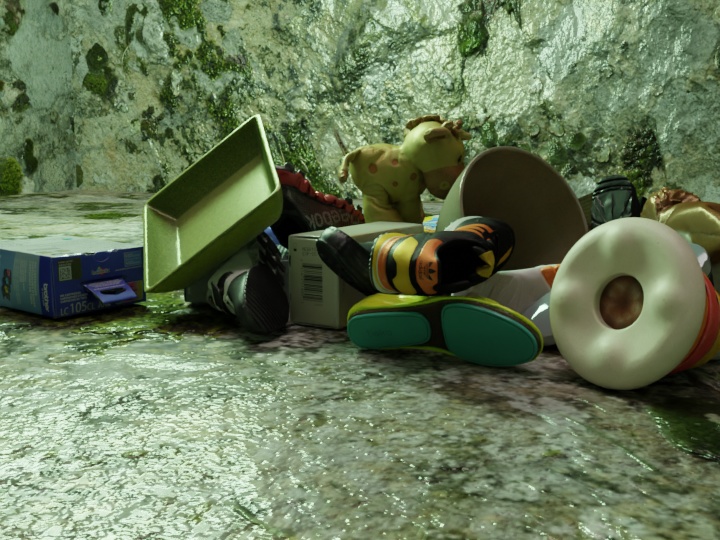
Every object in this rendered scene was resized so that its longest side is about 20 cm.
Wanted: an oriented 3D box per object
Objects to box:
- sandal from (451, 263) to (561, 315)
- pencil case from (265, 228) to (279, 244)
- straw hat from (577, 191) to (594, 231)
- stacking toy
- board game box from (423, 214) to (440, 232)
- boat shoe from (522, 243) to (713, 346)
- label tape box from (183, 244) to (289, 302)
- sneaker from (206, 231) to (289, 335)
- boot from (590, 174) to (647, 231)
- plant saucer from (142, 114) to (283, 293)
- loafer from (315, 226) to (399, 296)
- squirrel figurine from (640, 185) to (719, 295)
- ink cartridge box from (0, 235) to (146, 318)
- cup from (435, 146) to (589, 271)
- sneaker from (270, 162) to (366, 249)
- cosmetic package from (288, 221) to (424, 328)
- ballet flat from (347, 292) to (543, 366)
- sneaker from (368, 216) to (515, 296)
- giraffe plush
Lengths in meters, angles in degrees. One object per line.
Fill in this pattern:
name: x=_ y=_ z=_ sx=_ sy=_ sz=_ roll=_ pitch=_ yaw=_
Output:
sandal: x=0.196 y=0.028 z=0.885 sx=0.204 sy=0.080 sz=0.059 roll=2 pitch=1 yaw=-4
pencil case: x=-0.214 y=-0.032 z=1.241 sx=0.199 sy=0.079 sz=0.087 roll=-8 pitch=41 yaw=-46
straw hat: x=0.329 y=-0.023 z=1.187 sx=0.200 sy=0.202 sz=0.085 roll=-7 pitch=53 yaw=-41
stacking toy: x=0.282 y=0.042 z=0.738 sx=0.199 sy=0.148 sz=0.145 roll=14 pitch=-2 yaw=-39
board game box: x=0.155 y=-0.047 z=1.260 sx=0.194 sy=0.057 sz=0.199 roll=-13 pitch=14 yaw=-33
boat shoe: x=0.261 y=0.041 z=0.826 sx=0.198 sy=0.068 sz=0.074 roll=-26 pitch=30 yaw=4
label tape box: x=-0.123 y=0.002 z=1.081 sx=0.198 sy=0.064 sz=0.144 roll=2 pitch=9 yaw=-1
sneaker: x=-0.133 y=0.030 z=0.915 sx=0.088 sy=0.074 sz=0.200 roll=-32 pitch=21 yaw=8
boot: x=0.346 y=-0.009 z=1.039 sx=0.073 sy=0.200 sz=0.162 roll=-5 pitch=-27 yaw=37
plant saucer: x=-0.173 y=-0.074 z=0.979 sx=0.199 sy=0.048 sz=0.201 roll=-36 pitch=37 yaw=11
loafer: x=0.019 y=-0.006 z=0.866 sx=0.068 sy=0.071 sz=0.200 roll=33 pitch=-2 yaw=35
squirrel figurine: x=0.422 y=-0.019 z=0.928 sx=0.185 sy=0.143 sz=0.201 roll=6 pitch=32 yaw=-16
ink cartridge box: x=-0.359 y=0.005 z=1.000 sx=0.198 sy=0.077 sz=0.136 roll=5 pitch=10 yaw=36
cup: x=0.175 y=-0.038 z=1.055 sx=0.198 sy=0.202 sz=0.143 roll=-4 pitch=-18 yaw=-29
sneaker: x=-0.064 y=-0.064 z=1.088 sx=0.070 sy=0.099 sz=0.200 roll=-7 pitch=-22 yaw=41
cosmetic package: x=0.000 y=0.000 z=0.977 sx=0.072 sy=0.105 sz=0.199 roll=5 pitch=11 yaw=33
ballet flat: x=0.082 y=0.047 z=0.781 sx=0.198 sy=0.067 sz=0.067 roll=2 pitch=25 yaw=26
sneaker: x=0.103 y=-0.009 z=0.774 sx=0.199 sy=0.071 sz=0.090 roll=-11 pitch=14 yaw=-43
giraffe plush: x=0.077 y=-0.138 z=1.111 sx=0.161 sy=0.201 sz=0.173 roll=-22 pitch=26 yaw=22
